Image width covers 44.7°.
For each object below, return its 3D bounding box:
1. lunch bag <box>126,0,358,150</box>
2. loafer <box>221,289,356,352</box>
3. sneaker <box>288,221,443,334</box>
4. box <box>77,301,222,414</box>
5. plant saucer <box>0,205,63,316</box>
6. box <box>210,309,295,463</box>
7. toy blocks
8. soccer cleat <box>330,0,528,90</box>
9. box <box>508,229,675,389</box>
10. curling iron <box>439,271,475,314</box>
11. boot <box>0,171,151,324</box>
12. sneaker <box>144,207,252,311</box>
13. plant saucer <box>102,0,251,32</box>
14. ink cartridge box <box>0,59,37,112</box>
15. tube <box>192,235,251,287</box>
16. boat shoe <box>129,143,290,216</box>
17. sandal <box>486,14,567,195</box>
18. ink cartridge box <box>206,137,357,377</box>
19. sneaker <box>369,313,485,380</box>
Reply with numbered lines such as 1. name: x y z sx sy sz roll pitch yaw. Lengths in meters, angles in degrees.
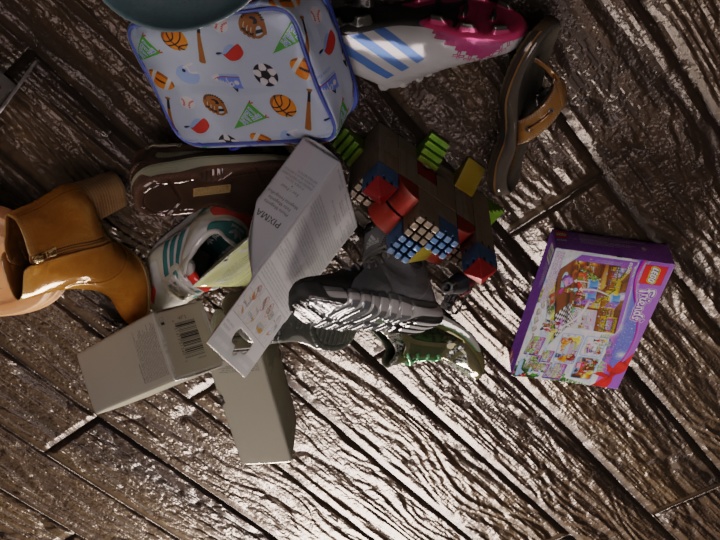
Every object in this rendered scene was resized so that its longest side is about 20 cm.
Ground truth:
1. lunch bag: -0.107 -0.183 0.802 0.199 0.076 0.161 4 138 28
2. loafer: -0.074 0.044 0.986 0.199 0.069 0.076 12 100 -50
3. sneaker: 0.000 0.000 0.908 0.075 0.116 0.199 -25 154 39
4. box: -0.247 0.103 1.007 0.199 0.068 0.083 -23 84 46
5. plant saucer: -0.429 -0.005 0.977 0.199 0.032 0.201 -2 145 -1
6. box: -0.131 0.144 1.077 0.068 0.082 0.201 -5 127 6
7. toy blocks: 0.062 -0.059 0.883 0.199 0.137 0.100 32 123 -21
8. soccer cleat: 0.053 -0.209 0.815 0.199 0.070 0.087 3 137 7
9. box: 0.264 0.050 1.024 0.136 0.039 0.201 8 128 -4
10. curling iron: 0.102 0.022 0.927 0.025 0.200 0.050 30 92 9
11. boot: -0.306 0.002 0.936 0.070 0.144 0.202 20 128 32
12. sneaker: -0.188 -0.004 0.963 0.070 0.094 0.200 35 121 -23
13. plant saucer: -0.141 -0.294 0.722 0.200 0.039 0.203 0 91 15
14. ink cartridge box: -0.409 -0.140 0.849 0.200 0.117 0.067 -35 120 25
15. tube: -0.107 -0.010 0.899 0.052 0.200 0.058 10 93 11
16. boat shoe: -0.135 -0.104 0.897 0.201 0.075 0.075 -1 135 -27
17. sandal: 0.166 -0.149 0.836 0.054 0.082 0.201 25 134 20
18. ink cartridge box: -0.082 -0.007 0.834 0.057 0.200 0.163 37 169 15
19. sneaker: 0.057 0.082 1.014 0.200 0.089 0.077 37 161 -18
